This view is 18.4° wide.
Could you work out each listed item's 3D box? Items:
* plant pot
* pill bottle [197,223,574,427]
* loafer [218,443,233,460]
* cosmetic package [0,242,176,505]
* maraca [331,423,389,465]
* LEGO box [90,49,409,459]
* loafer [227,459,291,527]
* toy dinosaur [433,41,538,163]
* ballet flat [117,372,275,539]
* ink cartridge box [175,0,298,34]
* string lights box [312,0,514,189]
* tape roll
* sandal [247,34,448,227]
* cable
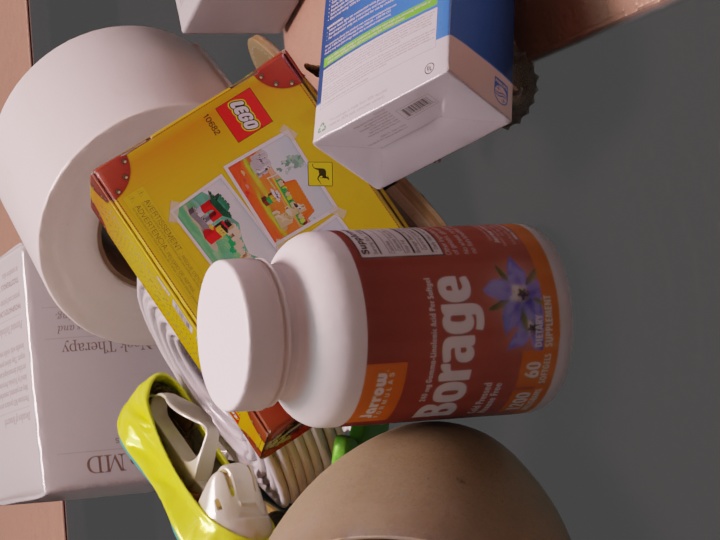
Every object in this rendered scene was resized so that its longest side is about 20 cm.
[{"bbox_3d":[0.039,0.167,1.278,0.135,0.199,0.201,-77,7,-45],"label":"plant pot"},{"bbox_3d":[0.013,0.032,1.273,0.112,0.198,0.113,177,90,-66],"label":"pill bottle"},{"bbox_3d":[-0.070,0.209,1.653,0.063,0.071,0.201,45,-158,-53],"label":"loafer"},{"bbox_3d":[-0.215,0.084,1.841,0.166,0.166,0.202,158,106,-64],"label":"cosmetic package"},{"bbox_3d":[0.000,0.177,1.413,0.137,0.106,0.202,-64,-24,-56],"label":"maraca"},{"bbox_3d":[-0.055,-0.010,1.388,0.201,0.148,0.077,55,165,9],"label":"LEGO box"},{"bbox_3d":[-0.058,0.199,1.559,0.200,0.072,0.073,33,97,39],"label":"loafer"},{"bbox_3d":[0.053,-0.134,1.340,0.102,0.077,0.201,-38,39,23],"label":"toy dinosaur"},{"bbox_3d":[-0.105,0.145,1.518,0.200,0.066,0.067,50,123,38],"label":"ballet flat"},{"bbox_3d":[-0.093,-0.295,1.623,0.145,0.083,0.201,126,136,-55],"label":"ink cartridge box"},{"bbox_3d":[0.033,-0.158,1.264,0.102,0.059,0.201,-25,47,36],"label":"string lights box"},{"bbox_3d":[-0.164,-0.065,1.668,0.139,0.201,0.204,-129,42,-52],"label":"tape roll"},{"bbox_3d":[0.015,-0.087,1.438,0.212,0.069,0.078,50,165,24],"label":"sandal"},{"bbox_3d":[-0.080,0.068,1.528,0.201,0.069,0.200,57,165,-1],"label":"cable"}]
